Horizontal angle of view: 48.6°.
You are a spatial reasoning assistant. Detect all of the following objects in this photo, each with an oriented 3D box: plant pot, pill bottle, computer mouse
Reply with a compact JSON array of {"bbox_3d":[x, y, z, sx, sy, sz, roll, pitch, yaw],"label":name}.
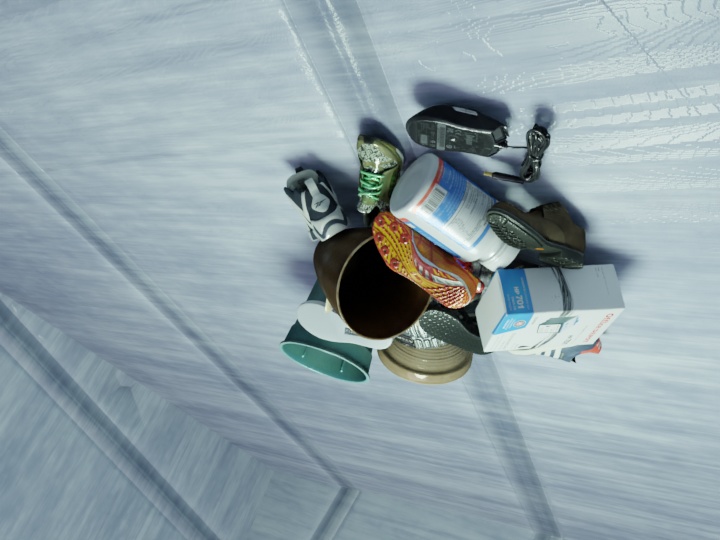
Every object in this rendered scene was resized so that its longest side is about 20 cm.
[{"bbox_3d":[0.000,0.000,1.395,0.187,0.187,0.200,38,176,-31],"label":"plant pot"},{"bbox_3d":[0.153,-0.083,1.235,0.199,0.113,0.112,33,153,-21],"label":"pill bottle"},{"bbox_3d":[0.136,0.134,1.633,0.199,0.201,0.093,15,125,15],"label":"plant pot"},{"bbox_3d":[-0.044,0.104,1.657,0.199,0.197,0.200,18,160,7],"label":"plant pot"},{"bbox_3d":[0.166,-0.181,1.120,0.198,0.046,0.141,10,157,14],"label":"computer mouse"}]

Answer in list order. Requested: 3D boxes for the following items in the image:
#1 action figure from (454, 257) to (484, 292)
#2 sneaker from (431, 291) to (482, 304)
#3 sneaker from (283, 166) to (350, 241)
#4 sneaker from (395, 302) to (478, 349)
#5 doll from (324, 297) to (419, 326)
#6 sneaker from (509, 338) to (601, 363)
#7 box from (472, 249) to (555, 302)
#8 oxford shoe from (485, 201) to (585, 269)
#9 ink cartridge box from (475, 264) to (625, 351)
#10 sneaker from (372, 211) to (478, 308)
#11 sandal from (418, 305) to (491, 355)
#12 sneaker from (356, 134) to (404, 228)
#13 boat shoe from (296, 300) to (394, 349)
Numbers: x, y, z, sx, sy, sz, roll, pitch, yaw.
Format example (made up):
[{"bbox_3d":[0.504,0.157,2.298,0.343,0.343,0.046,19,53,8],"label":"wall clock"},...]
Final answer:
[{"bbox_3d":[0.142,-0.040,1.320,0.052,0.066,0.200,-24,111,42],"label":"action figure"},{"bbox_3d":[0.128,-0.006,1.401,0.200,0.074,0.080,35,150,32],"label":"sneaker"},{"bbox_3d":[-0.080,-0.123,1.404,0.130,0.079,0.199,63,-179,-7],"label":"sneaker"},{"bbox_3d":[0.161,0.090,1.558,0.198,0.116,0.076,-3,121,17],"label":"sneaker"},{"bbox_3d":[0.038,0.064,1.489,0.198,0.137,0.049,12,118,4],"label":"doll"},{"bbox_3d":[0.376,0.147,1.550,0.084,0.075,0.199,42,149,-27],"label":"sneaker"},{"bbox_3d":[0.266,0.007,1.396,0.157,0.049,0.200,16,154,11],"label":"box"},{"bbox_3d":[0.264,-0.070,1.197,0.199,0.085,0.072,21,169,-36],"label":"oxford shoe"},{"bbox_3d":[0.304,0.061,1.299,0.198,0.087,0.147,-2,151,-8],"label":"ink cartridge box"},{"bbox_3d":[0.099,-0.018,1.264,0.200,0.077,0.073,44,119,3],"label":"sneaker"},{"bbox_3d":[0.175,0.100,1.447,0.075,0.048,0.200,-25,140,35],"label":"sandal"},{"bbox_3d":[0.024,-0.134,1.265,0.076,0.089,0.200,14,154,16],"label":"sneaker"},{"bbox_3d":[-0.023,0.095,1.532,0.198,0.070,0.071,11,113,17],"label":"boat shoe"}]
